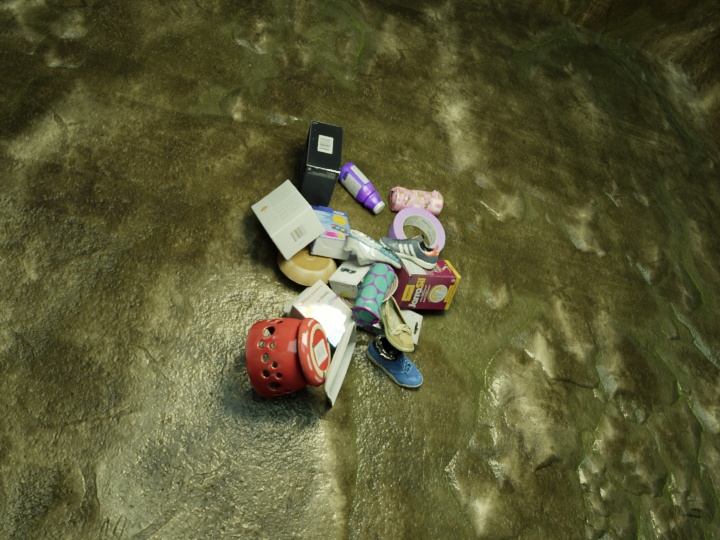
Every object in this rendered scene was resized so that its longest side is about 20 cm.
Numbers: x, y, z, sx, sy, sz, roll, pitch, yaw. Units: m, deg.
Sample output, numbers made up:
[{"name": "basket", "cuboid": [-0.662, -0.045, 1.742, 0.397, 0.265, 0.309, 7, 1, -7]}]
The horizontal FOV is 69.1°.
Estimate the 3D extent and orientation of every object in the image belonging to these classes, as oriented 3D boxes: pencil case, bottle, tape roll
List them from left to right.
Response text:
[{"name": "bottle", "cuboid": [0.005, -0.290, 1.864, 0.065, 0.084, 0.200, -34, 75, -33]}, {"name": "pencil case", "cuboid": [0.041, 0.069, 1.529, 0.092, 0.085, 0.202, 40, 44, -16]}, {"name": "pencil case", "cuboid": [0.202, -0.253, 1.916, 0.194, 0.083, 0.089, 3, 58, -17]}, {"name": "tape roll", "cuboid": [0.198, -0.122, 1.848, 0.194, 0.066, 0.205, 10, 57, -15]}]

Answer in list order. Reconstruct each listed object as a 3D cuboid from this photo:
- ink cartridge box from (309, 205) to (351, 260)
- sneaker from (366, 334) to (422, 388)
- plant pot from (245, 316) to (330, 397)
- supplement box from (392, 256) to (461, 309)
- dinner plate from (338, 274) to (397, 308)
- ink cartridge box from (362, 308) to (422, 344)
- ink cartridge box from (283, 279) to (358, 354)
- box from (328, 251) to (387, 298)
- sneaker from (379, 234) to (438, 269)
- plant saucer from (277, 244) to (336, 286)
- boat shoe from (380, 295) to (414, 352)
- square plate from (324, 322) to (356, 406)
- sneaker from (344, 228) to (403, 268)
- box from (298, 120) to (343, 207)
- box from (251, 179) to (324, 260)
[{"name": "ink cartridge box", "cuboid": [-0.106, -0.134, 1.707, 0.133, 0.078, 0.202, 10, 35, -22]}, {"name": "sneaker", "cuboid": [0.114, 0.268, 1.558, 0.198, 0.112, 0.077, 38, 55, 5]}, {"name": "plant pot", "cuboid": [-0.184, 0.220, 1.387, 0.177, 0.201, 0.206, -13, 58, 16]}, {"name": "supplement box", "cuboid": [0.205, 0.043, 1.686, 0.194, 0.134, 0.104, 2, 33, -24]}, {"name": "dinner plate", "cuboid": [0.025, 0.059, 1.647, 0.194, 0.025, 0.202, -14, 33, 9]}, {"name": "ink cartridge box", "cuboid": [0.093, 0.160, 1.653, 0.196, 0.051, 0.111, 24, 54, -6]}, {"name": "ink cartridge box", "cuboid": [-0.121, 0.141, 1.540, 0.200, 0.126, 0.128, 43, 56, 8]}, {"name": "box", "cuboid": [0.000, 0.000, 1.667, 0.114, 0.061, 0.201, 8, 42, 34]}, {"name": "sneaker", "cuboid": [0.157, -0.082, 1.646, 0.195, 0.087, 0.075, 21, 26, 10]}, {"name": "plant saucer", "cuboid": [-0.165, -0.038, 1.654, 0.194, 0.036, 0.203, 14, 42, -12]}, {"name": "boat shoe", "cuboid": [0.109, 0.158, 1.545, 0.071, 0.064, 0.202, 6, 32, -21]}, {"name": "square plate", "cuboid": [-0.057, 0.257, 1.431, 0.028, 0.201, 0.202, 18, 69, 9]}, {"name": "sneaker", "cuboid": [0.038, -0.047, 1.610, 0.197, 0.088, 0.075, 30, 11, 8]}, {"name": "box", "cuboid": [-0.139, -0.356, 1.781, 0.119, 0.200, 0.205, 9, 57, -11]}, {"name": "box", "cuboid": [-0.226, -0.159, 1.612, 0.151, 0.107, 0.201, -36, 43, -4]}]
